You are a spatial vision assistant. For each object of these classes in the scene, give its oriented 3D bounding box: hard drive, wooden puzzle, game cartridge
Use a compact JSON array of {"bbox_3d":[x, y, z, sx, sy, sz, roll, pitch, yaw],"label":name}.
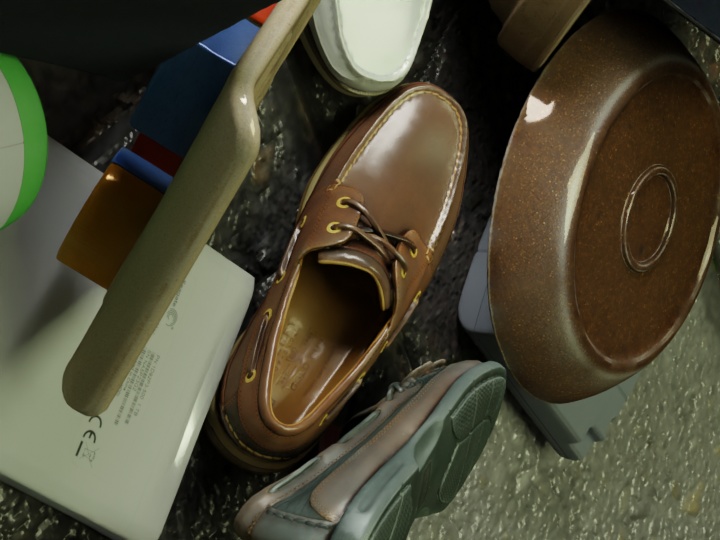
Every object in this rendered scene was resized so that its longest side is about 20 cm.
[{"bbox_3d":[-0.133,0.020,1.006,0.200,0.026,0.132,36,69,-44],"label":"hard drive"},{"bbox_3d":[-0.061,-0.066,0.955,0.046,0.185,0.200,28,44,-7],"label":"wooden puzzle"},{"bbox_3d":[0.126,-0.018,1.281,0.200,0.041,0.133,-58,136,-25],"label":"game cartridge"}]

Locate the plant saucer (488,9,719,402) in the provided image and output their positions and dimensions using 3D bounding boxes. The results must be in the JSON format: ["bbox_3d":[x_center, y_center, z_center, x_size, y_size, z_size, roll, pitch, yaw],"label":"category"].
[{"bbox_3d":[0.131,-0.028,1.211,0.200,0.034,0.201,-27,124,-49],"label":"plant saucer"}]

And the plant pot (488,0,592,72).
[{"bbox_3d":[0.109,-0.200,1.165,0.093,0.201,0.201,37,60,1],"label":"plant pot"}]

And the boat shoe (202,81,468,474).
[{"bbox_3d":[-0.001,0.000,1.097,0.072,0.068,0.200,32,72,-10],"label":"boat shoe"}]

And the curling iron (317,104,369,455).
[{"bbox_3d":[-0.004,0.022,1.153,0.050,0.026,0.201,1,90,-69],"label":"curling iron"}]

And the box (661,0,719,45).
[{"bbox_3d":[0.216,-0.177,1.200,0.149,0.107,0.200,-53,180,10],"label":"box"}]

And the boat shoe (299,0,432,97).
[{"bbox_3d":[0.012,-0.179,1.098,0.075,0.068,0.201,0,93,-33],"label":"boat shoe"}]

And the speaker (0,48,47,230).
[{"bbox_3d":[-0.205,-0.034,0.826,0.200,0.088,0.089,-16,107,-46],"label":"speaker"}]

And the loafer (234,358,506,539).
[{"bbox_3d":[0.009,0.081,1.095,0.200,0.063,0.072,-41,148,-61],"label":"loafer"}]

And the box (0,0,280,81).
[{"bbox_3d":[-0.132,-0.188,0.823,0.198,0.123,0.200,11,71,-34],"label":"box"}]
